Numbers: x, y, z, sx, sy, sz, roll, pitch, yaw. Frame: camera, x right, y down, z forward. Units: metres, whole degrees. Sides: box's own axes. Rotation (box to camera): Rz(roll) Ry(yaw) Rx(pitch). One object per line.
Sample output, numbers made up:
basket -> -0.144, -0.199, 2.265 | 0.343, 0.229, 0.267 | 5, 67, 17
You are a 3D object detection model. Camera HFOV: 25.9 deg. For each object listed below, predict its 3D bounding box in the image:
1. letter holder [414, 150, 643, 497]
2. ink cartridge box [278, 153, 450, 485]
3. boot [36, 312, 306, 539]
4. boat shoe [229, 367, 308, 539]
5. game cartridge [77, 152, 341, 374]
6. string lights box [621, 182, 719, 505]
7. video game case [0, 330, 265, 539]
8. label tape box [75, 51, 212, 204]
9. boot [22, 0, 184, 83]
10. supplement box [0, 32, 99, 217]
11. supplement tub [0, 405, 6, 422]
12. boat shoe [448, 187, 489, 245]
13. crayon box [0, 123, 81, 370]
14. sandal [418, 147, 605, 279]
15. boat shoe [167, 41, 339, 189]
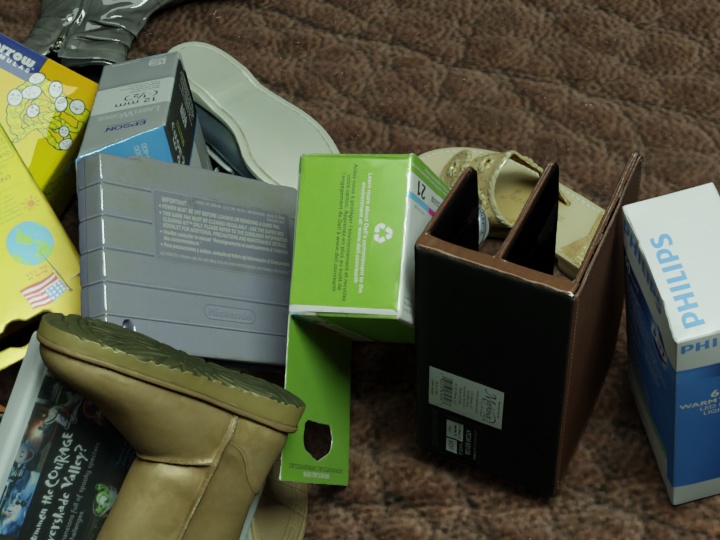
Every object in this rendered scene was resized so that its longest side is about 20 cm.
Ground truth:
letter holder -> 0.108, 0.019, 0.998 | 0.101, 0.200, 0.142 | 18, 51, 18
ink cartridge box -> 0.009, 0.038, 1.004 | 0.076, 0.148, 0.200 | 1, 82, 16
boot -> -0.136, 0.142, 0.889 | 0.200, 0.175, 0.066 | -65, 24, 3
boat shoe -> -0.084, 0.114, 1.063 | 0.065, 0.072, 0.200 | -22, 63, 24
game cartridge -> -0.096, -0.002, 1.022 | 0.038, 0.200, 0.130 | -22, 68, 41
string lights box -> 0.204, 0.051, 0.968 | 0.059, 0.200, 0.103 | -14, 54, 0
video game case -> -0.148, 0.153, 0.939 | 0.023, 0.182, 0.200 | 17, 87, 52
label tape box -> -0.144, -0.048, 1.097 | 0.066, 0.143, 0.200 | -11, 29, 2
boot -> -0.188, -0.213, 1.321 | 0.200, 0.070, 0.132 | -3, 56, 22
supplement box -> -0.285, -0.061, 1.163 | 0.109, 0.110, 0.200 | 28, 68, 0
supplement tub -> -0.249, 0.146, 1.003 | 0.123, 0.123, 0.200 | -45, 33, -21
boat shoe -> 0.000, 0.000, 1.127 | 0.200, 0.065, 0.074 | -17, 80, 14
crayon box -> -0.272, -0.018, 1.063 | 0.127, 0.051, 0.200 | -28, 76, -18
sandal -> 0.119, -0.058, 1.143 | 0.212, 0.070, 0.078 | 30, 65, 28
boat shoe -> -0.085, -0.097, 1.211 | 0.200, 0.062, 0.075 | 40, 54, 22
